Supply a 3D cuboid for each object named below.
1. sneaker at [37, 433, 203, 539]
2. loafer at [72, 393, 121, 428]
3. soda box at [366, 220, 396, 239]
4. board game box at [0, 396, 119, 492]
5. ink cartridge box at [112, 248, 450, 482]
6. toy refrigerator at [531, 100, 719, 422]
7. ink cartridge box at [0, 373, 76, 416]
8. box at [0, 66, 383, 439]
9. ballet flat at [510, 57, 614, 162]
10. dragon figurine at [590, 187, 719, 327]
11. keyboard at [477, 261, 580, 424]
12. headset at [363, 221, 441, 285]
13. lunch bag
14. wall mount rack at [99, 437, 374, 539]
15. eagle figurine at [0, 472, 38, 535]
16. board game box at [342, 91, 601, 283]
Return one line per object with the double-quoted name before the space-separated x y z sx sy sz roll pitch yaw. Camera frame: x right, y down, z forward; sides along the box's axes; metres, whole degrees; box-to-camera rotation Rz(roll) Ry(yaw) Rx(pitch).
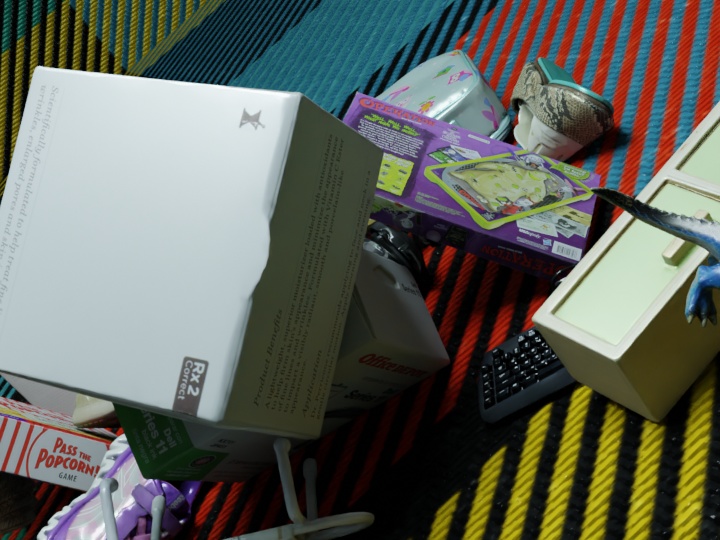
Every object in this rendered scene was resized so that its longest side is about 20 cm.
"sneaker" -0.178 0.196 1.036 0.088 0.081 0.200 -14 31 34
"loafer" -0.171 0.083 1.122 0.200 0.068 0.076 -19 -14 34
"soda box" -0.051 -0.028 1.131 0.200 0.068 0.064 -31 -17 -30
"board game box" -0.284 0.151 1.191 0.200 0.151 0.046 7 78 61
"ink cartridge box" -0.055 0.070 0.966 0.200 0.083 0.147 -32 -21 17
"toy refrigerator" 0.199 -0.016 0.802 0.200 0.070 0.076 -47 37 -11
"ink cartridge box" -0.307 0.062 1.338 0.145 0.200 0.048 -29 26 27
"box" -0.115 -0.011 0.857 0.200 0.131 0.199 10 83 26
"ballet flat" 0.164 -0.130 1.149 0.075 0.068 0.200 -58 12 12
"dragon figurine" 0.218 -0.003 0.688 0.059 0.200 0.099 -31 -18 -40
"keyboard" 0.155 0.020 0.883 0.200 0.040 0.104 -30 24 21
"headset" 0.000 0.000 1.089 0.124 0.094 0.200 -47 8 -37
"lunch bag" 0.043 -0.115 1.284 0.200 0.077 0.160 -36 23 9
"wall mount rack" -0.092 0.163 0.907 0.200 0.075 0.174 -13 -17 1
"eagle figurine" -0.361 0.261 1.141 0.200 0.152 0.151 -41 0 10
"board game box" 0.074 -0.062 1.001 0.120 0.200 0.032 -67 -5 -46
